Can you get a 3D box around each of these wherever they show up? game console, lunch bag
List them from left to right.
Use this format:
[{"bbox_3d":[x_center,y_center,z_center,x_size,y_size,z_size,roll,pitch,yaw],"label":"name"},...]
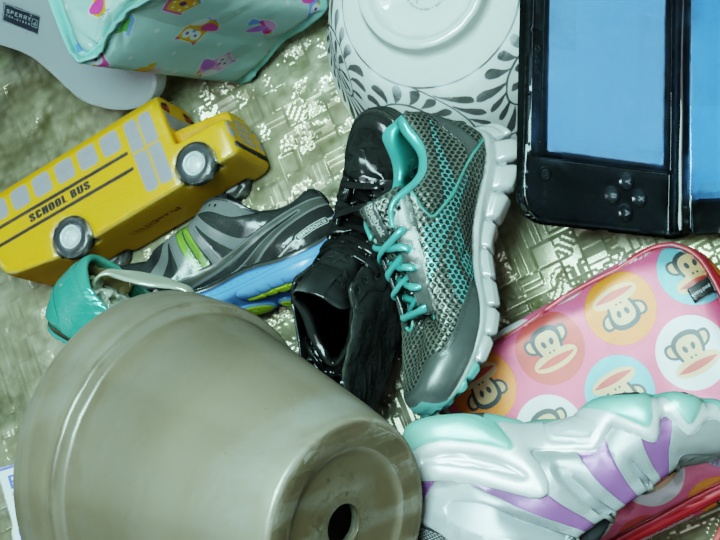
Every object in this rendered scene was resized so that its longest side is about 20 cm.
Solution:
[{"bbox_3d":[-0.142,-0.239,1.047,0.122,0.170,0.202,-36,71,32],"label":"lunch bag"},{"bbox_3d":[0.162,0.098,0.942,0.199,0.082,0.178,-31,77,15],"label":"lunch bag"},{"bbox_3d":[0.196,-0.128,0.935,0.174,0.116,0.203,5,81,-21],"label":"game console"}]

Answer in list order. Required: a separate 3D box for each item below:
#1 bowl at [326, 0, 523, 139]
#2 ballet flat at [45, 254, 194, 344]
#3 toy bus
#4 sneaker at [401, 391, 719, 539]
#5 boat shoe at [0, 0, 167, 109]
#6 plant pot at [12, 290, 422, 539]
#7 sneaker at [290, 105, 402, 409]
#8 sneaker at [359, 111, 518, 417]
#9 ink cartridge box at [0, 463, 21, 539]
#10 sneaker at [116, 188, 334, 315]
[{"bbox_3d":[0.054,-0.178,1.012,0.198,0.094,0.204,-3,80,19],"label":"bowl"},{"bbox_3d":[-0.112,0.051,0.999,0.198,0.067,0.071,28,116,2],"label":"ballet flat"},{"bbox_3d":[-0.168,-0.057,1.092,0.199,0.065,0.079,-29,72,15],"label":"toy bus"},{"bbox_3d":[0.123,0.146,0.853,0.197,0.078,0.142,-8,76,11],"label":"sneaker"},{"bbox_3d":[-0.213,-0.175,1.127,0.198,0.066,0.073,22,112,25],"label":"boat shoe"},{"bbox_3d":[-0.064,0.123,0.857,0.172,0.199,0.202,11,86,44],"label":"plant pot"},{"bbox_3d":[-0.003,0.000,0.983,0.059,0.104,0.203,5,102,33],"label":"sneaker"},{"bbox_3d":[0.037,-0.010,0.939,0.077,0.090,0.202,-36,40,54],"label":"sneaker"},{"bbox_3d":[-0.116,0.190,0.989,0.196,0.044,0.201,-15,57,-14],"label":"ink cartridge box"},{"bbox_3d":[-0.103,-0.007,1.065,0.197,0.071,0.084,-14,65,16],"label":"sneaker"}]
